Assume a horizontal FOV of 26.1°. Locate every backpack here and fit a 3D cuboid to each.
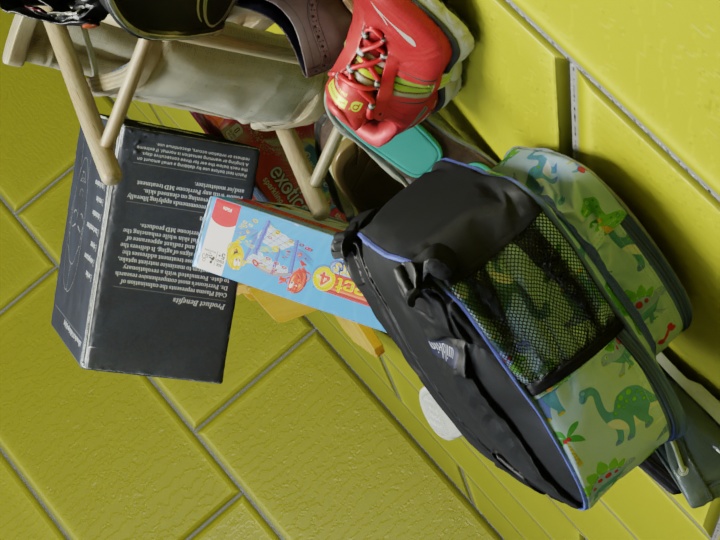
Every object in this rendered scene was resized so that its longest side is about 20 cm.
[{"bbox_3d":[0.106,0.030,0.914,0.200,0.147,0.183,56,172,-15],"label":"backpack"}]

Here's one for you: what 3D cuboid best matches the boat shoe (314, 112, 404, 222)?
[{"bbox_3d":[0.011,-0.073,1.332,0.065,0.073,0.200,58,175,33],"label":"boat shoe"}]

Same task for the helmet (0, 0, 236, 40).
[{"bbox_3d":[-0.142,-0.237,0.890,0.200,0.200,0.191,-144,58,-63],"label":"helmet"}]

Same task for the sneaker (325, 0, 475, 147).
[{"bbox_3d":[0.016,-0.123,0.928,0.077,0.085,0.200,46,173,16],"label":"sneaker"}]

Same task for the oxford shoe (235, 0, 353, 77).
[{"bbox_3d":[-0.070,-0.217,1.018,0.200,0.073,0.071,50,173,-2],"label":"oxford shoe"}]

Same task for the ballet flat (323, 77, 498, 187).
[{"bbox_3d":[0.058,-0.073,1.072,0.200,0.067,0.064,44,-156,-11],"label":"ballet flat"}]

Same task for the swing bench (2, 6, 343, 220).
[{"bbox_3d":[-0.122,-0.150,1.134,0.199,0.130,0.200,6,-151,-40],"label":"swing bench"}]

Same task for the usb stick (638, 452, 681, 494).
[{"bbox_3d":[0.167,0.090,1.127,0.200,0.033,0.055,39,-150,-12],"label":"usb stick"}]

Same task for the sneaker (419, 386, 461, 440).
[{"bbox_3d":[0.133,0.082,1.237,0.074,0.118,0.200,64,159,-3],"label":"sneaker"}]

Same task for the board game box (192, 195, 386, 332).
[{"bbox_3d":[0.000,0.000,1.205,0.200,0.056,0.196,18,-174,17],"label":"board game box"}]

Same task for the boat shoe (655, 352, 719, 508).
[{"bbox_3d":[0.185,0.084,1.050,0.200,0.062,0.073,45,175,42],"label":"boat shoe"}]

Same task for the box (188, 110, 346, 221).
[{"bbox_3d":[-0.067,-0.111,1.452,0.095,0.100,0.200,41,168,48],"label":"box"}]

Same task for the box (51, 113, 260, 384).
[{"bbox_3d":[-0.179,-0.024,1.312,0.124,0.197,0.200,10,-175,-19],"label":"box"}]

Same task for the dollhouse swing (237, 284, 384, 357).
[{"bbox_3d":[-0.088,0.062,2.280,0.200,0.181,0.176,-151,43,-70],"label":"dollhouse swing"}]
